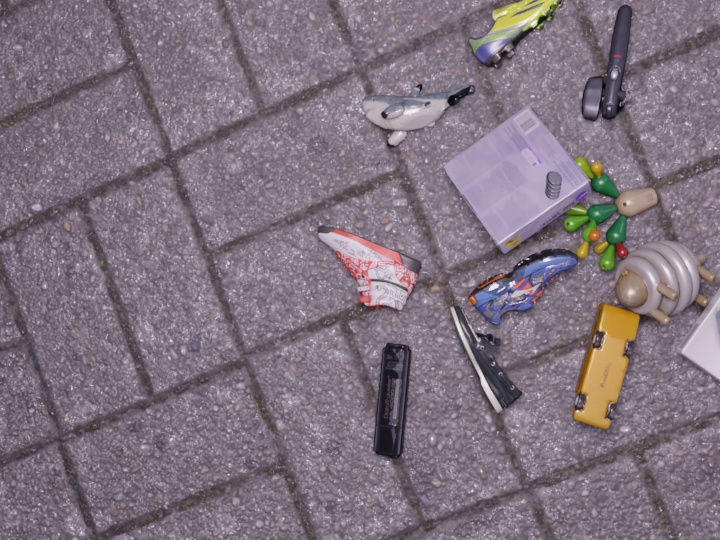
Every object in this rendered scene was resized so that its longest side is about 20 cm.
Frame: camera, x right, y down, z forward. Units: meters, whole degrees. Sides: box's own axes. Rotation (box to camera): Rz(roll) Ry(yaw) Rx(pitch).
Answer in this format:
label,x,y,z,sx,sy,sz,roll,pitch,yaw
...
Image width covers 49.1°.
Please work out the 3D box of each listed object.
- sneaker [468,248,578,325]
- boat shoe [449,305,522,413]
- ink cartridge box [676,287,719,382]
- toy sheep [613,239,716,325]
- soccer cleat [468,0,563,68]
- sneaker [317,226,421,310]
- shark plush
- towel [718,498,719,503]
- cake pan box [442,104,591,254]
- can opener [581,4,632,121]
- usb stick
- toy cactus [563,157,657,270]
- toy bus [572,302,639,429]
label,x,y,z,sx,sy,sz,roll,pitch,yaw
sneaker,0.288,0.026,1.363,0.199,0.075,0.079,-30,96,22
boat shoe,0.220,0.144,1.368,0.065,0.074,0.201,-26,86,4
ink cartridge box,0.665,0.106,1.323,0.175,0.045,0.201,35,94,8
toy sheep,0.501,0.014,1.301,0.198,0.138,0.140,-16,87,-26
soccer cleat,0.276,-0.444,1.375,0.200,0.065,0.084,-42,78,5
sneaker,0.000,0.000,1.403,0.199,0.067,0.109,21,90,5
shark plush,0.103,-0.304,1.397,0.198,0.091,0.084,-22,56,11
towel,0.724,0.420,1.322,0.144,0.022,0.200,-42,82,7
cake pan box,0.262,-0.159,1.342,0.183,0.052,0.201,-35,61,7
can opener,0.436,-0.355,1.351,0.078,0.063,0.203,14,91,8
usb stick,0.057,0.233,1.410,0.055,0.033,0.203,5,90,15
toy cactus,0.425,-0.109,1.343,0.163,0.102,0.202,-17,78,-3
toy bus,0.414,0.160,1.339,0.064,0.078,0.203,16,91,6
